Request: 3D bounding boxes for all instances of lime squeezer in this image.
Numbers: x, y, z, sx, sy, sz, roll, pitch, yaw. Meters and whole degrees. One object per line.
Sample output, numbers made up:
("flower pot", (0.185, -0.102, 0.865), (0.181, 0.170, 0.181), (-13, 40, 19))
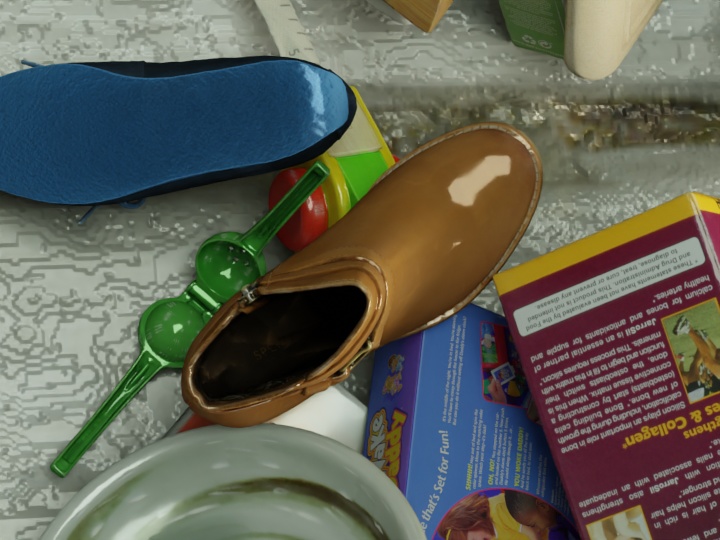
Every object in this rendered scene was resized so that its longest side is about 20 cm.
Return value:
("lime squeezer", (-0.078, 0.022, 1.404), (0.038, 0.071, 0.200), (39, 100, -20))

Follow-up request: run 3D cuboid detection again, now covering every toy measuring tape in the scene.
("toy measuring tape", (-0.025, -0.063, 1.448), (0.073, 0.074, 0.200), (-17, 60, -18))

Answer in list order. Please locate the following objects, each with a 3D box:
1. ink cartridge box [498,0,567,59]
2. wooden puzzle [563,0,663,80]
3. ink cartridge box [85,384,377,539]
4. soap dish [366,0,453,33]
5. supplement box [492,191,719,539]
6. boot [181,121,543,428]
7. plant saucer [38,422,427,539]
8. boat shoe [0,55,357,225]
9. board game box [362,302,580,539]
("ink cartridge box", (0.108, -0.214, 1.440), (0.048, 0.200, 0.146), (18, 70, 20))
("wooden puzzle", (0.157, -0.220, 1.452), (0.037, 0.185, 0.200), (24, 50, 22))
("ink cartridge box", (-0.024, 0.151, 1.392), (0.200, 0.050, 0.162), (39, 71, 0))
("soap dish", (-0.002, -0.237, 1.457), (0.200, 0.081, 0.157), (38, 52, -5))
("supplement box", (0.154, 0.077, 1.354), (0.110, 0.086, 0.201), (-23, 77, 23))
("boot", (0.000, 0.000, 1.302), (0.200, 0.155, 0.077), (-32, 87, 2))
("plant saucer", (-0.060, 0.166, 1.306), (0.199, 0.050, 0.201), (-7, 54, 10))
("boat shoe", (-0.098, -0.063, 1.399), (0.199, 0.069, 0.084), (2, 91, 16))
("board game box", (0.066, 0.123, 1.387), (0.134, 0.045, 0.201), (22, 59, -25))
